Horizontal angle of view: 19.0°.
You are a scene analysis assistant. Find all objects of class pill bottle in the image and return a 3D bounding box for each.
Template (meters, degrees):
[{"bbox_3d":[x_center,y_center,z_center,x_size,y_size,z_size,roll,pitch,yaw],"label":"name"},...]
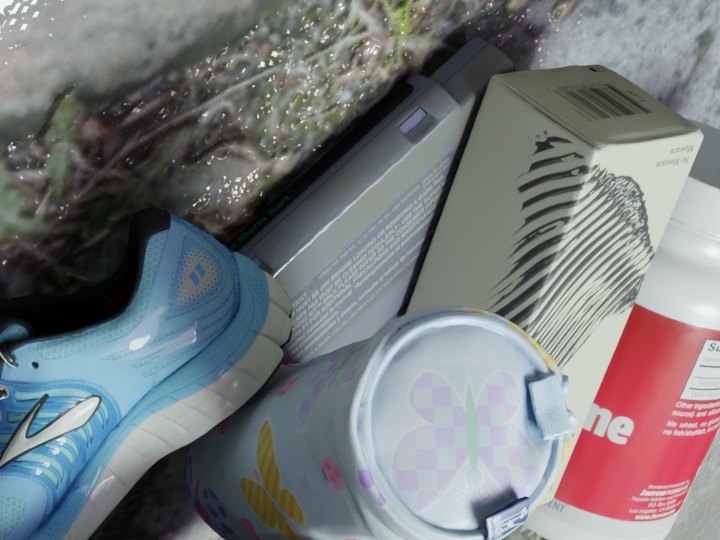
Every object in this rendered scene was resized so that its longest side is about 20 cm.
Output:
[{"bbox_3d":[0.137,0.031,1.059,0.112,0.112,0.201,-7,126,-46],"label":"pill bottle"}]

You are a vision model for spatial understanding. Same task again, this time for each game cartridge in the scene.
[{"bbox_3d":[0.000,0.000,0.944,0.200,0.038,0.130,-42,141,-13],"label":"game cartridge"}]

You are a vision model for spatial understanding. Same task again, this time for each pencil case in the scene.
[{"bbox_3d":[0.002,0.065,0.816,0.091,0.083,0.200,-27,-178,-25],"label":"pencil case"}]

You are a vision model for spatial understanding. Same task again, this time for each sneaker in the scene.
[{"bbox_3d":[-0.125,0.051,0.827,0.200,0.078,0.090,-43,115,2],"label":"sneaker"}]

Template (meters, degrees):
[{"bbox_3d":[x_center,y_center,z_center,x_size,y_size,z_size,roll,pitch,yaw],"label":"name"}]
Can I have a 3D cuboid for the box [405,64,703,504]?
[{"bbox_3d":[0.072,0.012,0.950,0.082,0.068,0.201,-12,129,-44],"label":"box"}]
